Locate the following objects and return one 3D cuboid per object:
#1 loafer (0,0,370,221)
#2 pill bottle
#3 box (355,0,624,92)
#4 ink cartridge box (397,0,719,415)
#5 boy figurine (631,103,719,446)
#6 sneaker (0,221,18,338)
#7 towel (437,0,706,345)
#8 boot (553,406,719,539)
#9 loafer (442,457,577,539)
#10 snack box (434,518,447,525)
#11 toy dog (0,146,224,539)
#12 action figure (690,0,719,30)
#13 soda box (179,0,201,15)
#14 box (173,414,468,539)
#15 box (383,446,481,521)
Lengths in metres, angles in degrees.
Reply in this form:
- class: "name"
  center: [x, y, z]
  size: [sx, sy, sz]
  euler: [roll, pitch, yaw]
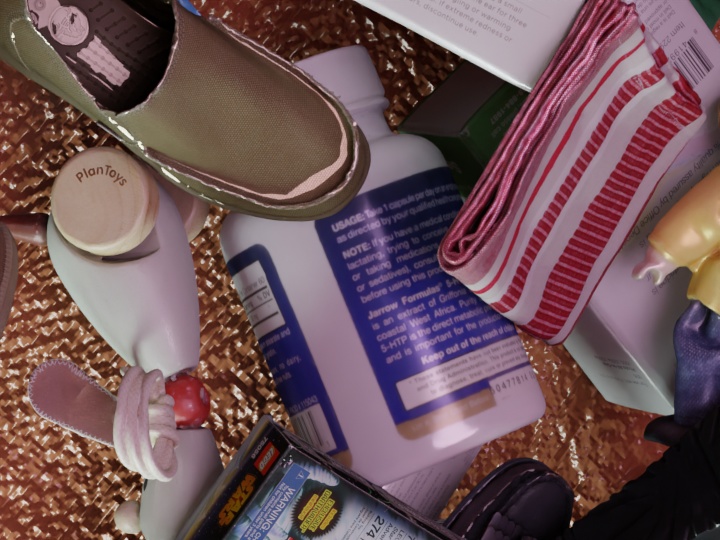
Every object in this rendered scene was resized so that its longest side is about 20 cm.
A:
- class: "loafer"
  center: [-0.084, -0.081, 1.296]
  size: [0.199, 0.067, 0.076]
  euler: [26, 88, -11]
- class: "pill bottle"
  center: [0.000, 0.000, 1.393]
  size: [0.119, 0.120, 0.201]
  euler: [-21, 86, -23]
- class: "box"
  center: [0.091, -0.193, 1.330]
  size: [0.106, 0.152, 0.201]
  euler: [28, 98, 8]
- class: "ink cartridge box"
  center: [0.139, -0.046, 1.488]
  size: [0.145, 0.087, 0.200]
  euler: [-45, 109, -15]
- class: "boy figurine"
  center: [0.191, -0.006, 1.435]
  size: [0.124, 0.064, 0.202]
  euler: [8, 91, -26]
- class: "sneaker"
  center: [-0.229, 0.043, 1.304]
  size: [0.201, 0.070, 0.076]
  euler: [-58, 140, -21]
- class: "towel"
  center: [0.103, -0.041, 1.339]
  size: [0.145, 0.023, 0.200]
  euler: [-58, 159, -1]
- class: "boot"
  center: [0.194, 0.150, 1.415]
  size: [0.198, 0.074, 0.163]
  euler: [-35, 132, 6]
- class: "loafer"
  center: [0.053, 0.184, 1.389]
  size: [0.072, 0.063, 0.201]
  euler: [38, 77, -25]
- class: "snack box"
  center: [-0.009, 0.189, 1.415]
  size: [0.199, 0.037, 0.117]
  euler: [-6, 97, -27]
- class: "toy dog"
  center: [-0.121, 0.033, 1.359]
  size: [0.132, 0.096, 0.201]
  euler: [49, 34, -58]
- class: "action figure"
  center: [0.155, -0.224, 1.505]
  size: [0.200, 0.055, 0.118]
  euler: [43, 78, -18]
- class: "soda box"
  center: [-0.166, -0.166, 1.342]
  size: [0.064, 0.068, 0.200]
  euler: [-46, 111, -14]
- class: "box"
  center: [-0.047, 0.183, 1.327]
  size: [0.137, 0.040, 0.201]
  euler: [33, 95, -31]
- class: "box"
  center: [0.010, 0.127, 1.463]
  size: [0.041, 0.039, 0.201]
  euler: [36, 78, -23]
